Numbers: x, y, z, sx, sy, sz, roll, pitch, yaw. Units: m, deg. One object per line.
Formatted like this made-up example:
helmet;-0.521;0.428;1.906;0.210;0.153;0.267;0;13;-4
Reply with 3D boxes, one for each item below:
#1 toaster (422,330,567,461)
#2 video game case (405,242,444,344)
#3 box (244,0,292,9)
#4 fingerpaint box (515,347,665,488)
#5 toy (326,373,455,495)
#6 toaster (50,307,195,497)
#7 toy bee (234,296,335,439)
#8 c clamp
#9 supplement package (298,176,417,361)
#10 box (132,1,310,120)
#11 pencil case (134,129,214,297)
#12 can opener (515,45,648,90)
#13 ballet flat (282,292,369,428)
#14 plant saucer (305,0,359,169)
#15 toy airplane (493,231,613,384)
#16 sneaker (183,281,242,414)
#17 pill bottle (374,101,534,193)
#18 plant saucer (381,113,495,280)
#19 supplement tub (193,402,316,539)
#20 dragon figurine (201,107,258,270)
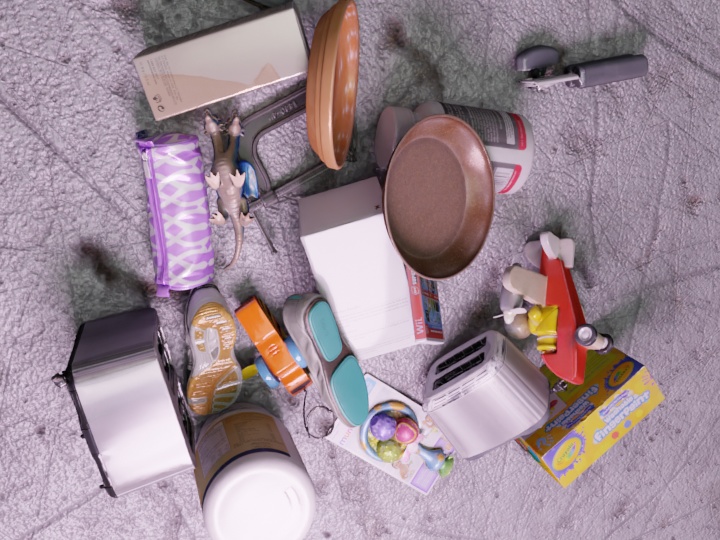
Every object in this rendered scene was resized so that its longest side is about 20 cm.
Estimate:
toaster;0.183;0.177;1.211;0.199;0.114;0.129;-34;111;31
video game case;0.081;-0.004;1.113;0.017;0.143;0.203;-9;82;14
box;-0.155;-0.423;1.011;0.198;0.046;0.161;19;98;-21
fingerpaint box;0.323;0.203;1.257;0.200;0.167;0.074;-41;112;-4
toy;0.061;0.255;1.253;0.199;0.047;0.116;33;91;-22
toaster;-0.287;0.161;1.041;0.117;0.200;0.183;-17;108;-7
toy bee;-0.107;0.133;1.153;0.129;0.109;0.203;-12;86;3
c clamp;-0.083;-0.148;1.120;0.199;0.027;0.172;-35;106;-5
supplement package;0.000;0.000;1.105;0.115;0.118;0.202;-15;118;2
box;-0.161;-0.254;1.005;0.197;0.095;0.079;-16;112;4
pencil case;-0.234;-0.076;1.054;0.083;0.085;0.203;1;107;24
can opener;0.313;-0.295;1.187;0.197;0.053;0.068;-14;108;-15
ballet flat;-0.045;0.113;1.074;0.067;0.063;0.202;-42;123;-36
plant saucer;-0.033;-0.226;1.015;0.037;0.200;0.203;7;103;6
toy airplane;0.268;0.047;1.216;0.140;0.199;0.201;-27;105;29
sneaker;-0.200;0.104;1.123;0.075;0.088;0.202;-4;128;-20
pill bottle;0.125;-0.168;1.130;0.197;0.111;0.112;5;103;-18
plant saucer;0.091;-0.090;1.033;0.199;0.036;0.203;-6;99;-41
supplement tub;-0.147;0.272;1.110;0.142;0.200;0.146;-4;105;-16
dragon figurine;-0.164;-0.106;1.071;0.058;0.100;0.202;-6;123;2
